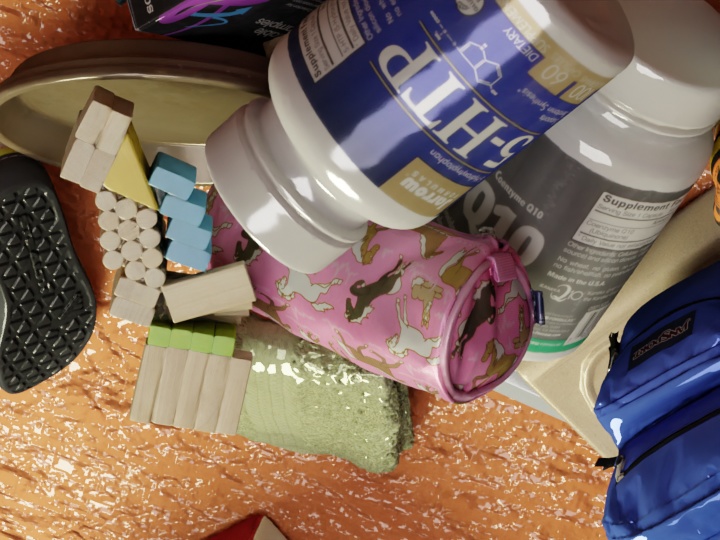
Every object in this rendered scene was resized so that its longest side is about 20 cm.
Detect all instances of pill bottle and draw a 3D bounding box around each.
[{"bbox_3d":[0.025,-0.091,1.480,0.200,0.120,0.120,-38,107,21],"label":"pill bottle"},{"bbox_3d":[0.116,-0.056,1.584,0.113,0.113,0.200,28,126,-4],"label":"pill bottle"}]

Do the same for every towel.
[{"bbox_3d":[-0.042,0.070,1.706,0.148,0.037,0.200,13,162,5],"label":"towel"}]

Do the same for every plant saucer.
[{"bbox_3d":[-0.103,-0.085,1.614,0.200,0.030,0.200,4,166,1],"label":"plant saucer"}]

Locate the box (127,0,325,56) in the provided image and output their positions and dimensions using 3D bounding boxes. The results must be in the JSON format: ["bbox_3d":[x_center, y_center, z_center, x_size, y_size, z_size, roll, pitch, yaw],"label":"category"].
[{"bbox_3d":[-0.003,-0.168,1.535,0.200,0.143,0.036,-28,70,28],"label":"box"}]

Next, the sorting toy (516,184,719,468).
[{"bbox_3d":[0.213,0.062,1.685,0.185,0.036,0.200,-37,103,29],"label":"sorting toy"}]

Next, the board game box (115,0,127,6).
[{"bbox_3d":[-0.157,-0.244,1.533,0.200,0.028,0.135,48,145,-2],"label":"board game box"}]

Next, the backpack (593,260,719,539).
[{"bbox_3d":[0.203,0.098,1.570,0.162,0.200,0.168,-38,103,30],"label":"backpack"}]

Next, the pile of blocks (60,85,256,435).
[{"bbox_3d":[-0.101,-0.011,1.574,0.082,0.062,0.200,-13,113,4],"label":"pile of blocks"}]

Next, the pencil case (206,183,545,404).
[{"bbox_3d":[0.000,0.000,1.575,0.200,0.087,0.083,22,146,39],"label":"pencil case"}]

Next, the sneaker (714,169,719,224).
[{"bbox_3d":[0.271,-0.027,1.478,0.200,0.070,0.090,21,120,-7],"label":"sneaker"}]

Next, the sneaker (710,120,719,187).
[{"bbox_3d":[0.275,-0.024,1.575,0.200,0.090,0.070,23,127,0],"label":"sneaker"}]

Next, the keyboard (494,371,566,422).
[{"bbox_3d":[0.075,0.042,1.729,0.200,0.011,0.056,24,121,-2],"label":"keyboard"}]

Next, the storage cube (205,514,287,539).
[{"bbox_3d":[-0.092,0.292,1.847,0.180,0.171,0.200,-30,111,29],"label":"storage cube"}]

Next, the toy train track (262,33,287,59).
[{"bbox_3d":[0.048,-0.136,1.565,0.200,0.115,0.033,-20,74,10],"label":"toy train track"}]

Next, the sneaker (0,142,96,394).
[{"bbox_3d":[-0.206,-0.015,1.744,0.083,0.072,0.200,48,152,35],"label":"sneaker"}]
